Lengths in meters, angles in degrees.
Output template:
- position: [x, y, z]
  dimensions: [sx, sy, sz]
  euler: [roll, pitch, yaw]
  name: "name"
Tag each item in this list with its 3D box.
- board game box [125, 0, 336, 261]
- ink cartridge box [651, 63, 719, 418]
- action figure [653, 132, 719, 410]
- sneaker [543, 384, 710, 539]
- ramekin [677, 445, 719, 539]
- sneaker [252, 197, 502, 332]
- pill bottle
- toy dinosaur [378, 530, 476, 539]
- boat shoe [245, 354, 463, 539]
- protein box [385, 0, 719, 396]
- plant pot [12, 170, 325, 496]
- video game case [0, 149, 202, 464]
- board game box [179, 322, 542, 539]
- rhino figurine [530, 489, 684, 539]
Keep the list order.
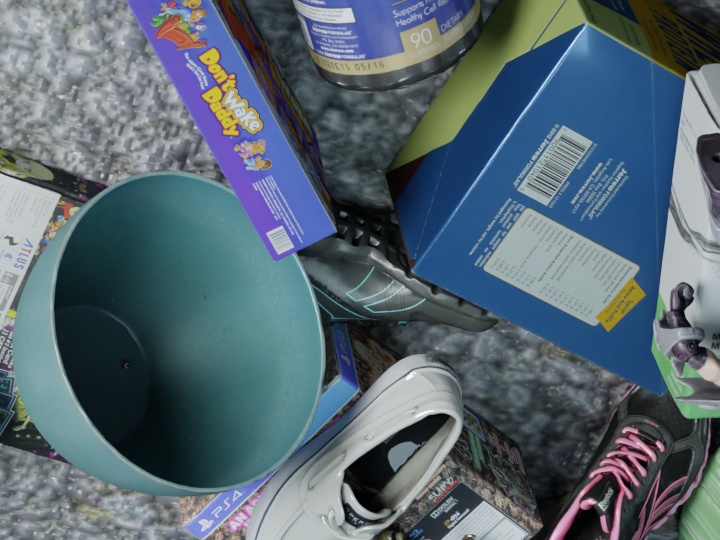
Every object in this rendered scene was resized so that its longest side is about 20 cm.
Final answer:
- position: [-0.082, -0.123, 1.472]
  dimensions: [0.045, 0.135, 0.201]
  euler: [-25, 121, 7]
  name: "board game box"
- position: [0.263, -0.018, 1.454]
  dimensions: [0.145, 0.084, 0.201]
  euler: [-2, 121, -7]
  name: "ink cartridge box"
- position: [0.234, 0.009, 1.381]
  dimensions: [0.129, 0.070, 0.201]
  euler: [-13, 124, -5]
  name: "action figure"
- position: [0.180, 0.152, 1.663]
  dimensions: [0.079, 0.095, 0.201]
  euler: [27, 83, 17]
  name: "sneaker"
- position: [0.324, 0.191, 1.717]
  dimensions: [0.199, 0.098, 0.201]
  euler: [-11, 122, -18]
  name: "ramekin"
- position: [0.000, 0.000, 1.605]
  dimensions: [0.199, 0.076, 0.079]
  euler: [22, 127, -11]
  name: "sneaker"
- position: [-0.001, -0.218, 1.440]
  dimensions: [0.111, 0.112, 0.201]
  euler: [-17, 122, 2]
  name: "pill bottle"
- position: [0.070, 0.246, 1.659]
  dimensions: [0.100, 0.058, 0.201]
  euler: [-9, 116, 15]
  name: "toy dinosaur"
- position: [-0.002, 0.144, 1.569]
  dimensions: [0.072, 0.066, 0.200]
  euler: [37, 109, -26]
  name: "boat shoe"
- position: [0.157, -0.064, 1.540]
  dimensions: [0.199, 0.135, 0.199]
  euler: [26, 114, -21]
  name: "protein box"
- position: [-0.140, 0.053, 1.515]
  dimensions: [0.200, 0.201, 0.134]
  euler: [34, 147, -24]
  name: "plant pot"
- position: [-0.217, 0.027, 1.601]
  dimensions: [0.180, 0.036, 0.201]
  euler: [19, 117, -18]
  name: "video game case"
- position: [-0.003, 0.149, 1.669]
  dimensions: [0.200, 0.097, 0.159]
  euler: [38, 109, -26]
  name: "board game box"
- position: [0.167, 0.194, 1.742]
  dimensions: [0.199, 0.060, 0.088]
  euler: [-27, 113, 5]
  name: "rhino figurine"
